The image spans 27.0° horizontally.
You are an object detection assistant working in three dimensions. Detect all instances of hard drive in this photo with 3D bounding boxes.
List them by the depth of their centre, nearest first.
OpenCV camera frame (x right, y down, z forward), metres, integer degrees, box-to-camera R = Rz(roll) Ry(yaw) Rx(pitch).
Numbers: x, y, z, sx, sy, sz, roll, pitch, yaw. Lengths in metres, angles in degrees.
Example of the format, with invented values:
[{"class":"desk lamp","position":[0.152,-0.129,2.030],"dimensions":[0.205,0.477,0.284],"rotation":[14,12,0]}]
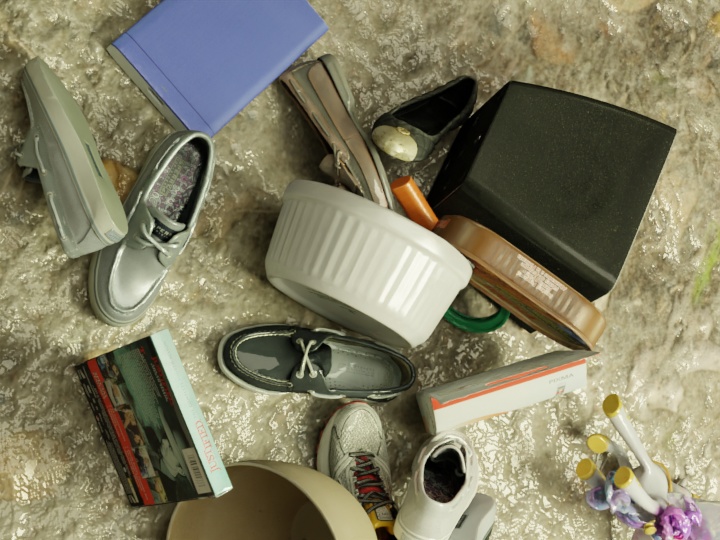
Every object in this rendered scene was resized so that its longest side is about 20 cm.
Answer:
[{"class":"hard drive","position":[-0.140,-0.233,1.507],"dimensions":[0.132,0.025,0.200],"rotation":[49,63,-11]}]

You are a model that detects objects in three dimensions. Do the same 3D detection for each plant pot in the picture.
[{"class":"plant pot","position":[-0.059,0.264,1.374],"dimensions":[0.134,0.200,0.201],"rotation":[-6,82,-56]},{"class":"plant pot","position":[0.179,-0.080,1.561],"dimensions":[0.177,0.200,0.200],"rotation":[30,68,-8]}]

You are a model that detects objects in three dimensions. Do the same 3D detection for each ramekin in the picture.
[{"class":"ramekin","position":[0.000,0.000,1.444],"dimensions":[0.202,0.202,0.094],"rotation":[29,81,-20]}]

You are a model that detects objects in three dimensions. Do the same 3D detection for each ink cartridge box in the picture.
[{"class":"ink cartridge box","position":[0.146,0.120,1.461],"dimensions":[0.162,0.200,0.050],"rotation":[-17,91,-5]}]

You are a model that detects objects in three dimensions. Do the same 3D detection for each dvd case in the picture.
[{"class":"dvd case","position":[-0.185,0.134,1.310],"dimensions":[0.022,0.200,0.146],"rotation":[-22,90,-29]}]

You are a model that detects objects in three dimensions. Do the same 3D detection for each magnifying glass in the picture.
[{"class":"magnifying glass","position":[0.089,-0.014,1.535],"dimensions":[0.200,0.079,0.022],"rotation":[55,34,-28]}]

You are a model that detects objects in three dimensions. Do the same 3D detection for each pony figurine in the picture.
[{"class":"pony figurine","position":[0.312,0.254,1.579],"dimensions":[0.200,0.166,0.193],"rotation":[42,30,-30]}]

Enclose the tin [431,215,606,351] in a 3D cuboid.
[{"class":"tin","position":[0.152,0.013,1.467],"dimensions":[0.200,0.112,0.042],"rotation":[35,77,-11]}]

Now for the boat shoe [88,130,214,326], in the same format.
[{"class":"boat shoe","position":[-0.193,-0.044,1.401],"dimensions":[0.070,0.071,0.201],"rotation":[27,75,-20]}]

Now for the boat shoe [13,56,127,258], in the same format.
[{"class":"boat shoe","position":[-0.281,-0.103,1.375],"dimensions":[0.071,0.070,0.201],"rotation":[-28,71,6]}]

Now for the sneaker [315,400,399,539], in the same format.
[{"class":"sneaker","position":[0.010,0.226,1.462],"dimensions":[0.078,0.082,0.200],"rotation":[-2,80,-28]}]

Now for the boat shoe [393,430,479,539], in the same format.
[{"class":"boat shoe","position":[0.080,0.197,1.460],"dimensions":[0.072,0.069,0.200],"rotation":[28,26,10]}]

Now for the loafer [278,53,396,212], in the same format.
[{"class":"loafer","position":[-0.024,-0.123,1.520],"dimensions":[0.063,0.072,0.200],"rotation":[-18,73,-12]}]

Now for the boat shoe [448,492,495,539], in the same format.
[{"class":"boat shoe","position":[0.087,0.277,1.459],"dimensions":[0.200,0.069,0.057],"rotation":[-30,123,-62]}]

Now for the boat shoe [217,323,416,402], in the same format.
[{"class":"boat shoe","position":[-0.040,0.089,1.475],"dimensions":[0.200,0.060,0.076],"rotation":[6,77,-27]}]

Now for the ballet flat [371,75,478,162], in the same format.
[{"class":"ballet flat","position":[0.064,-0.159,1.539],"dimensions":[0.066,0.057,0.200],"rotation":[36,31,7]}]
